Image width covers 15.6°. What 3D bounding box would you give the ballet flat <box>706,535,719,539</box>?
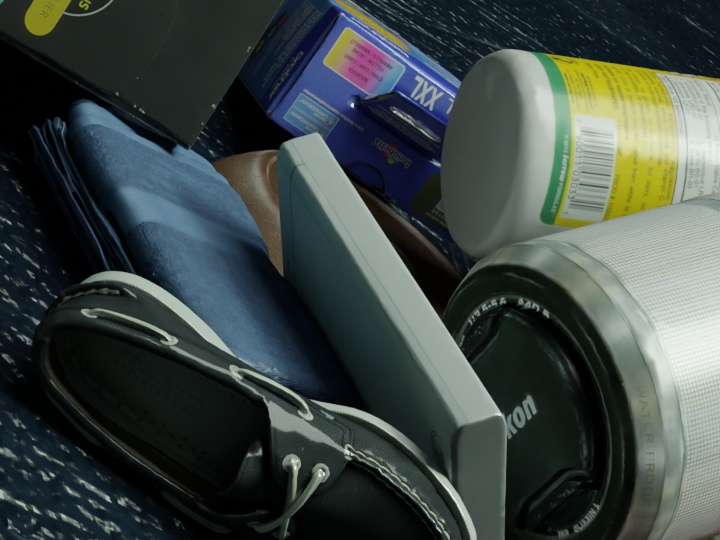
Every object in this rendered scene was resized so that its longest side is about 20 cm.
[{"bbox_3d":[0.163,0.129,1.354,0.076,0.064,0.200,22,26,-46],"label":"ballet flat"}]

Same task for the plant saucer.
[{"bbox_3d":[0.000,0.000,1.385,0.200,0.035,0.200,35,19,-14],"label":"plant saucer"}]

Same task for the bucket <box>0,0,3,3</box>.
[{"bbox_3d":[-0.228,-0.180,1.099,0.207,0.207,0.135,42,12,6],"label":"bucket"}]

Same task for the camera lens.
[{"bbox_3d":[0.148,0.050,1.264,0.200,0.160,0.160,-14,51,-34],"label":"camera lens"}]

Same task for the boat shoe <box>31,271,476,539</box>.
[{"bbox_3d":[-0.046,0.076,1.055,0.200,0.076,0.060,30,18,3],"label":"boat shoe"}]

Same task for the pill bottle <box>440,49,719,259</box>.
[{"bbox_3d":[0.153,-0.051,1.394,0.199,0.113,0.113,6,31,-21],"label":"pill bottle"}]

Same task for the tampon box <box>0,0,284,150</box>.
[{"bbox_3d":[-0.112,-0.169,1.300,0.126,0.150,0.200,31,4,-18],"label":"tampon box"}]

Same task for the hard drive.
[{"bbox_3d":[0.011,0.049,1.163,0.027,0.132,0.200,-16,43,-16],"label":"hard drive"}]

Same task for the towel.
[{"bbox_3d":[-0.076,0.007,1.191,0.112,0.049,0.200,24,23,-42],"label":"towel"}]

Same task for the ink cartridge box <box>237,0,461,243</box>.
[{"bbox_3d":[0.008,-0.095,1.504,0.136,0.076,0.200,34,9,-19],"label":"ink cartridge box"}]
